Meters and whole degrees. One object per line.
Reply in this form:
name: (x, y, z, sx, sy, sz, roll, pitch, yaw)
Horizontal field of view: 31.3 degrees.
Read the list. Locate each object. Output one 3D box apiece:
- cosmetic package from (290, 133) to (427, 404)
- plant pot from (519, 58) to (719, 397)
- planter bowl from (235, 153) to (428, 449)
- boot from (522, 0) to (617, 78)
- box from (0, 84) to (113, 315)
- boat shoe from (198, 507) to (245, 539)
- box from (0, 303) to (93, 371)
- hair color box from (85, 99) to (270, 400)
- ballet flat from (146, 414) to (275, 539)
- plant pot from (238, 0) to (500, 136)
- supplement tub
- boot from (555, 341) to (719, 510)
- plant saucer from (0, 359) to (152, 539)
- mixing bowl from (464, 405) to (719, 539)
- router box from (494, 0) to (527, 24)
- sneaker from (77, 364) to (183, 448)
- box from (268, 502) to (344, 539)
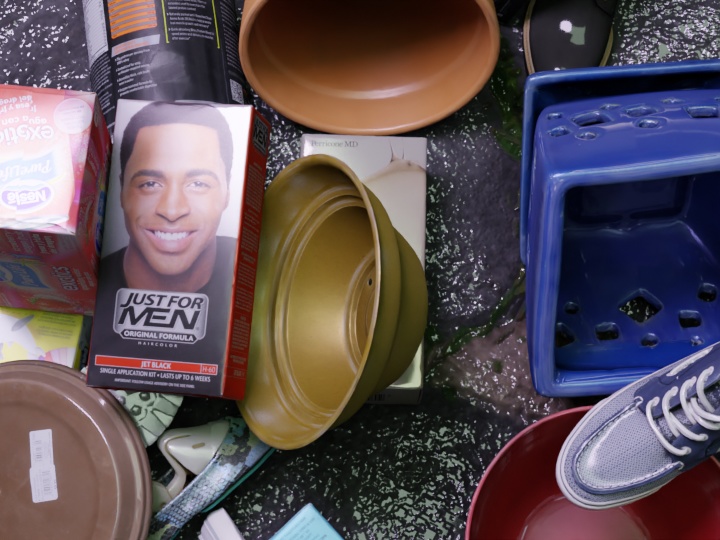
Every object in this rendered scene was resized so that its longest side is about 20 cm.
cosmetic package: (0.000, 0.000, 1.000, 0.103, 0.073, 0.200, 1, 74, 0)
plant pot: (0.211, -0.044, 0.941, 0.200, 0.200, 0.180, -5, 37, -2)
planter bowl: (-0.012, 0.025, 0.889, 0.083, 0.200, 0.201, 10, 70, -34)
boot: (0.185, -0.246, 1.039, 0.077, 0.138, 0.200, 12, 76, 1)
box: (-0.224, -0.043, 0.898, 0.094, 0.200, 0.103, 5, 74, -3)
boat shoe: (-0.082, 0.273, 0.926, 0.068, 0.072, 0.200, -23, 84, -8)
box: (-0.272, 0.071, 0.990, 0.117, 0.048, 0.200, 8, 71, 1)
hair color box: (-0.125, -0.014, 0.896, 0.101, 0.061, 0.200, 3, 83, 10)
ballet flat: (-0.142, 0.159, 0.947, 0.074, 0.074, 0.200, 43, 76, 11)
plant pot: (0.005, -0.221, 1.015, 0.200, 0.200, 0.140, -1, 56, -1)
supplement tub: (-0.156, -0.174, 1.023, 0.122, 0.123, 0.200, -8, 74, -3)
boot: (0.217, 0.089, 0.847, 0.200, 0.090, 0.073, -34, 76, -2)
plant saucer: (-0.245, 0.162, 0.912, 0.200, 0.029, 0.200, -2, 80, 11)
mixing bowl: (0.169, 0.206, 0.923, 0.200, 0.108, 0.200, 0, 73, -1)
router box: (0.145, -0.306, 1.022, 0.062, 0.200, 0.150, 25, 74, -7)
sneaker: (-0.162, 0.068, 0.976, 0.076, 0.080, 0.200, 34, 78, -8)
box: (0.014, 0.259, 0.919, 0.049, 0.082, 0.200, -42, 79, -12)
